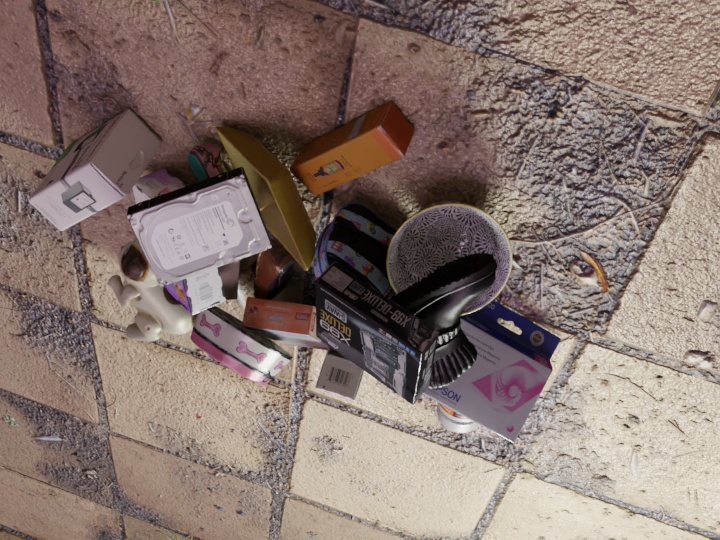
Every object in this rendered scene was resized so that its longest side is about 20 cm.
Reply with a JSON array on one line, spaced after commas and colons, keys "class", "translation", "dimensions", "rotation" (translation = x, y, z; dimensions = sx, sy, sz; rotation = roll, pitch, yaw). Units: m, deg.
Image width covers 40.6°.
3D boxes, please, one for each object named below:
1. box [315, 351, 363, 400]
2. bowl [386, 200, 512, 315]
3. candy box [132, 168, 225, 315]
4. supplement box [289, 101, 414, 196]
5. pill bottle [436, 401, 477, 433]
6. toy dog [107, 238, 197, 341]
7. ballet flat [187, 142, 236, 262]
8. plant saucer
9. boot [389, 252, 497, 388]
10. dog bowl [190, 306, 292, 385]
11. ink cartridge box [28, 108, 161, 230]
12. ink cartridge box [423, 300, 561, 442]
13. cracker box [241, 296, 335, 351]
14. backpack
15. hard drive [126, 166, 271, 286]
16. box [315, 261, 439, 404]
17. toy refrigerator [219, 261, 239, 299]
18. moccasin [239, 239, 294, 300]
[{"class": "box", "translation": [-0.037, 0.198, 1.858], "dimensions": [0.081, 0.070, 0.200], "rotation": [18, 178, -1]}, {"class": "bowl", "translation": [0.138, -0.036, 1.544], "dimensions": [0.197, 0.095, 0.204], "rotation": [0, 120, 1]}, {"class": "candy box", "translation": [-0.314, -0.052, 1.679], "dimensions": [0.167, 0.071, 0.203], "rotation": [35, 140, 49]}, {"class": "supplement box", "translation": [-0.015, -0.183, 1.491], "dimensions": [0.198, 0.069, 0.067], "rotation": [-21, 125, 38]}, {"class": "pill bottle", "translation": [0.197, 0.212, 1.813], "dimensions": [0.108, 0.111, 0.202], "rotation": [15, 141, 8]}, {"class": "toy dog", "translation": [-0.394, 0.029, 1.850], "dimensions": [0.192, 0.139, 0.202], "rotation": [19, 138, 37]}, {"class": "ballet flat", "translation": [-0.221, -0.117, 1.619], "dimensions": [0.069, 0.070, 0.203], "rotation": [0, 112, 61]}, {"class": "plant saucer", "translation": [-0.141, -0.126, 1.567], "dimensions": [0.200, 0.048, 0.202], "rotation": [46, 164, 45]}, {"class": "boot", "translation": [0.148, 0.078, 1.506], "dimensions": [0.209, 0.080, 0.159], "rotation": [-29, 110, 22]}, {"class": "dog bowl", "translation": [-0.226, 0.138, 1.793], "dimensions": [0.198, 0.075, 0.200], "rotation": [32, 178, 1]}, {"class": "ink cartridge box", "translation": [-0.449, -0.169, 1.649], "dimensions": [0.198, 0.147, 0.084], "rotation": [-19, 126, 39]}, {"class": "ink cartridge box", "translation": [0.228, 0.165, 1.686], "dimensions": [0.194, 0.202, 0.043], "rotation": [28, -178, -9]}, {"class": "cracker box", "translation": [-0.121, 0.102, 1.810], "dimensions": [0.131, 0.059, 0.200], "rotation": [7, 170, 17]}, {"class": "backpack", "translation": [0.000, 0.000, 1.598], "dimensions": [0.199, 0.185, 0.134], "rotation": [36, 144, -27]}, {"class": "hard drive", "translation": [-0.255, -0.068, 1.556], "dimensions": [0.197, 0.038, 0.141], "rotation": [-19, 120, 1]}, {"class": "box", "translation": [0.021, 0.096, 1.477], "dimensions": [0.199, 0.050, 0.159], "rotation": [34, 150, 19]}, {"class": "toy refrigerator", "translation": [-0.254, -0.036, 1.750], "dimensions": [0.069, 0.077, 0.201], "rotation": [-3, 143, -12]}, {"class": "moccasin", "translation": [-0.171, 0.002, 1.768], "dimensions": [0.078, 0.074, 0.202], "rotation": [44, 161, 8]}]
